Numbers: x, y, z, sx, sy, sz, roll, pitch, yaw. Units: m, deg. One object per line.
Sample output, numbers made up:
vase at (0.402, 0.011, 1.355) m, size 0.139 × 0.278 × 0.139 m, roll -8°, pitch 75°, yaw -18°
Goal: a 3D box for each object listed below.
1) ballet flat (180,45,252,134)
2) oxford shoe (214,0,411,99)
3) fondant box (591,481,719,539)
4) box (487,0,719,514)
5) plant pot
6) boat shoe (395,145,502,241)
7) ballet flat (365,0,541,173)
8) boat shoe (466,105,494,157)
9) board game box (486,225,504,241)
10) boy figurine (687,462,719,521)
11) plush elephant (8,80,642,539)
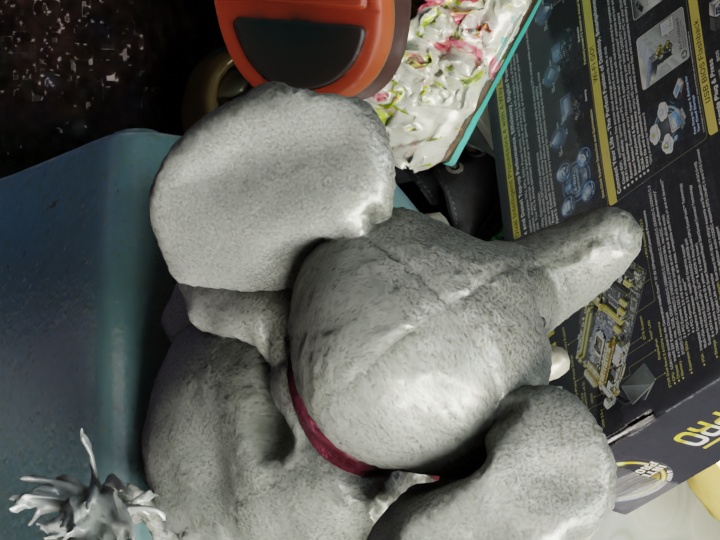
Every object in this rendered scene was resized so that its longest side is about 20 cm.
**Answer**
ballet flat at (0.000, 0.000, 1.043) m, size 0.069 × 0.063 × 0.200 m, roll -39°, pitch 86°, yaw -11°
oxford shoe at (-0.020, -0.151, 0.900) m, size 0.073 × 0.071 × 0.200 m, roll -10°, pitch 97°, yaw -72°
fondant box at (0.091, 0.142, 1.164) m, size 0.200 × 0.058 × 0.144 m, roll 25°, pitch 73°, yaw -36°
box at (0.111, -0.041, 0.937) m, size 0.049 × 0.161 × 0.200 m, roll 17°, pitch 53°, yaw -35°
plant pot at (-0.062, 0.063, 0.961) m, size 0.196 × 0.196 × 0.200 m, roll 6°, pitch 74°, yaw -40°
boat shoe at (0.031, -0.019, 1.117) m, size 0.066 × 0.070 × 0.200 m, roll 41°, pitch 71°, yaw -33°
ballet flat at (0.046, -0.126, 0.962) m, size 0.064 × 0.076 × 0.200 m, roll 27°, pitch 102°, yaw -9°
boat shoe at (0.036, -0.084, 1.066) m, size 0.200 × 0.062 × 0.073 m, roll 19°, pitch 94°, yaw -35°
board game box at (0.154, -0.028, 1.101) m, size 0.200 × 0.105 × 0.023 m, roll -3°, pitch 62°, yaw -35°
boy figurine at (0.164, 0.062, 1.162) m, size 0.124 × 0.064 × 0.200 m, roll 5°, pitch 52°, yaw -54°
plush elephant at (0.010, 0.025, 0.804) m, size 0.200 × 0.155 × 0.165 m, roll -27°, pitch 87°, yaw -47°
